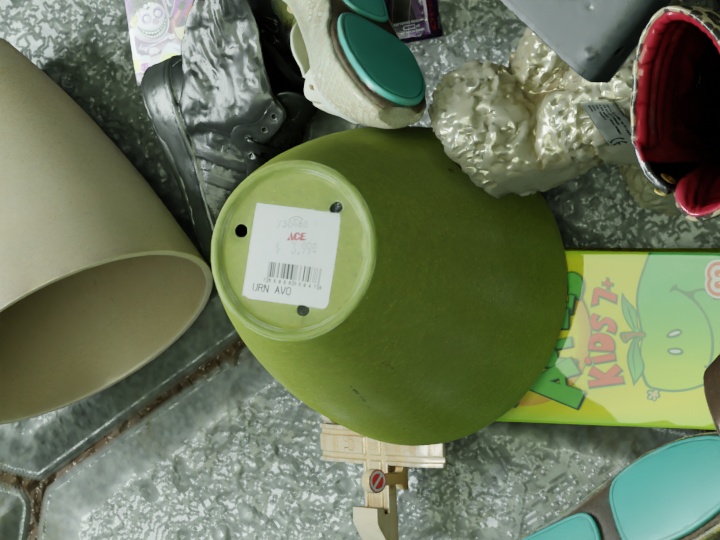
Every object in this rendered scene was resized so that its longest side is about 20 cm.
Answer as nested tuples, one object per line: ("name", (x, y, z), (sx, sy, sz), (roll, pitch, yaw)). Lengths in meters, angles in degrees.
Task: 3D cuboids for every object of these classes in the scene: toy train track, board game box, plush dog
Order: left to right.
("board game box", (-0.054, -0.187, 1.380), (0.198, 0.032, 0.121), (-9, 87, 20))
("toy train track", (0.000, 0.063, 1.350), (0.114, 0.032, 0.202), (-3, 90, 50))
("board game box", (0.138, 0.038, 1.315), (0.198, 0.048, 0.103), (1, 95, 20))
("plush dog", (0.143, -0.139, 1.226), (0.160, 0.198, 0.173), (-41, 52, 52))

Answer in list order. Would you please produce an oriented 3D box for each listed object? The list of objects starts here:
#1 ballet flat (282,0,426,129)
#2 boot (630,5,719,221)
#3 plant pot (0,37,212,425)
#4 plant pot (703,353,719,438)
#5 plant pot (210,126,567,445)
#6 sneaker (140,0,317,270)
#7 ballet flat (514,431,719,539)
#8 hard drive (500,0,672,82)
("ballet flat", (-0.007, -0.121, 1.273), (0.067, 0.201, 0.063), (25, 117, -23))
("boot", (0.197, -0.038, 1.072), (0.073, 0.150, 0.202), (-7, 90, 37))
("plant pot", (-0.217, -0.039, 1.382), (0.187, 0.187, 0.201), (-36, 69, 19))
("plant pot", (0.290, 0.051, 1.186), (0.199, 0.187, 0.188), (-29, 84, 19))
("plant pot", (0.000, 0.000, 1.229), (0.185, 0.200, 0.189), (-2, 84, 19))
("sneaker", (-0.064, -0.081, 1.358), (0.104, 0.060, 0.201), (-22, 96, 26))
("ballet flat", (0.158, 0.156, 1.307), (0.199, 0.071, 0.071), (-33, 83, 23))
("hard drive", (0.130, -0.214, 1.105), (0.140, 0.033, 0.200), (46, 114, 20))
